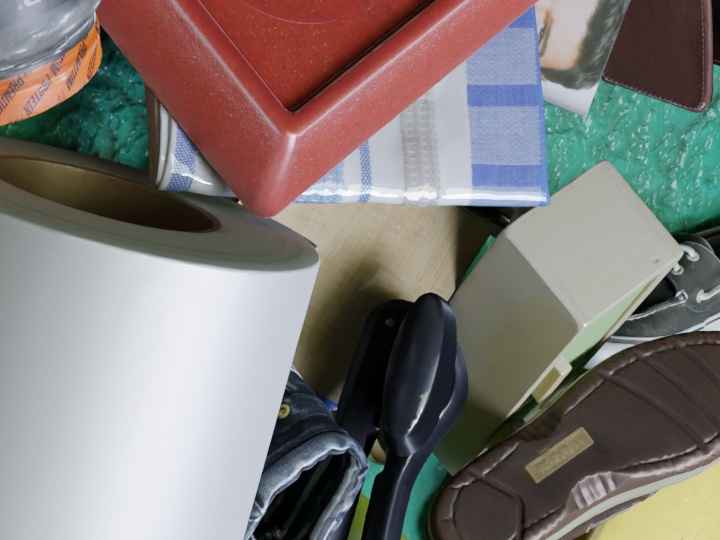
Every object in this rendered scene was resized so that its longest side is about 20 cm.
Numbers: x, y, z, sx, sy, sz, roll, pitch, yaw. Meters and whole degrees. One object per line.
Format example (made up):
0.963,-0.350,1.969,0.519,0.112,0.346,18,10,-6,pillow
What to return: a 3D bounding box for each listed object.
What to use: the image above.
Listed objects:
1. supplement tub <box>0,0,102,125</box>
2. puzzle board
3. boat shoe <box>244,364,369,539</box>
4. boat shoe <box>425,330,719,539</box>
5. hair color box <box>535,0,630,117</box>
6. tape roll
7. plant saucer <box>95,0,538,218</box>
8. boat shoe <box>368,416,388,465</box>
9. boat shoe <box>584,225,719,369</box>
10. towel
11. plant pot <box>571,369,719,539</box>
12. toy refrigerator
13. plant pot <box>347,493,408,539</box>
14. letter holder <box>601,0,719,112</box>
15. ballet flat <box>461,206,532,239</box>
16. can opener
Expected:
-0.172,-0.167,1.197,0.122,0.122,0.201,-32,128,-30,supplement tub
-0.040,0.034,1.426,0.150,0.017,0.200,26,101,-42,puzzle board
-0.086,0.132,1.381,0.200,0.091,0.071,-49,133,1,boat shoe
0.119,0.095,1.507,0.202,0.075,0.075,-25,165,-15,boat shoe
0.052,-0.154,1.468,0.200,0.061,0.099,17,96,-47,hair color box
-0.130,0.032,1.273,0.202,0.202,0.140,5,105,-45,tape roll
-0.031,-0.159,1.314,0.200,0.037,0.200,-40,93,-26,plant saucer
-0.002,0.001,1.484,0.073,0.063,0.202,-18,120,-38,boat shoe
0.173,0.009,1.659,0.200,0.071,0.064,-17,121,-48,boat shoe
-0.007,-0.102,1.342,0.199,0.024,0.148,2,76,-21,towel
0.160,0.160,1.632,0.200,0.194,0.196,39,80,-36,plant pot
0.087,0.030,1.499,0.076,0.070,0.200,-34,170,-29,toy refrigerator
0.002,0.253,1.476,0.200,0.181,0.199,-48,152,-13,plant pot
0.199,-0.188,1.534,0.100,0.142,0.201,-32,128,-30,letter holder
0.058,-0.060,1.455,0.072,0.072,0.200,-60,158,-5,ballet flat
0.001,0.107,1.408,0.079,0.063,0.201,36,71,-65,can opener
